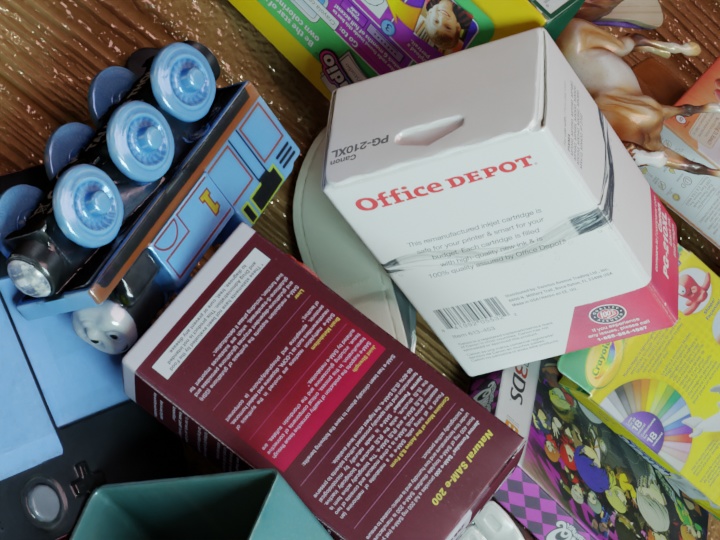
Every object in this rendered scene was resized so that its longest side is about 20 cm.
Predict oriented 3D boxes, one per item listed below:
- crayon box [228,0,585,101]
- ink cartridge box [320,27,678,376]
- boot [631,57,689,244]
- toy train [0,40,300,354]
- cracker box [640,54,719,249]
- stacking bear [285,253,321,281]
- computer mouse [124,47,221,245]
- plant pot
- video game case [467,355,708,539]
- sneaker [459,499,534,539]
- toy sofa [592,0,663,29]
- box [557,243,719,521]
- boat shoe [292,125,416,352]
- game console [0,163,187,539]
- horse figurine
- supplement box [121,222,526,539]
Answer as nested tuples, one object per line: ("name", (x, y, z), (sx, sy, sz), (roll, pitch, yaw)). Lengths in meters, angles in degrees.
("crayon box", (0.018, -0.176, 1.587), (0.200, 0.173, 0.058), (45, 48, 8))
("ink cartridge box", (0.086, -0.037, 1.556), (0.200, 0.144, 0.085), (51, 33, -43))
("boot", (0.206, -0.045, 1.816), (0.200, 0.077, 0.155), (55, 42, 1))
("toy train", (-0.122, -0.041, 1.473), (0.114, 0.086, 0.200), (51, 50, -22))
("cracker box", (0.293, -0.052, 1.766), (0.200, 0.058, 0.134), (40, 43, 5))
("stacking bear", (-0.030, 0.088, 1.514), (0.121, 0.114, 0.201), (-18, 83, -45))
("computer mouse", (-0.090, -0.042, 1.569), (0.058, 0.034, 0.201), (-25, 90, -45))
("plant pot", (-0.062, 0.226, 1.409), (0.200, 0.141, 0.142), (48, 50, -34))
("video game case", (0.148, 0.121, 1.675), (0.200, 0.036, 0.182), (44, 31, -19))
("sneaker", (0.098, 0.203, 1.623), (0.200, 0.077, 0.082), (52, 15, -4))
("toy sofa", (0.109, -0.199, 1.777), (0.199, 0.083, 0.098), (-7, 82, -43))
("box", (0.215, 0.072, 1.673), (0.200, 0.048, 0.118), (40, 81, -27))
("boat shoe", (0.000, 0.000, 1.627), (0.062, 0.072, 0.201), (73, 11, -62))
("game console", (-0.191, 0.050, 1.443), (0.176, 0.031, 0.201), (-21, 87, -44))
("horse figurine", (0.172, -0.120, 1.688), (0.132, 0.050, 0.201), (2, 44, -28))
("supplement box", (-0.021, 0.079, 1.430), (0.200, 0.061, 0.109), (38, 72, 10))
